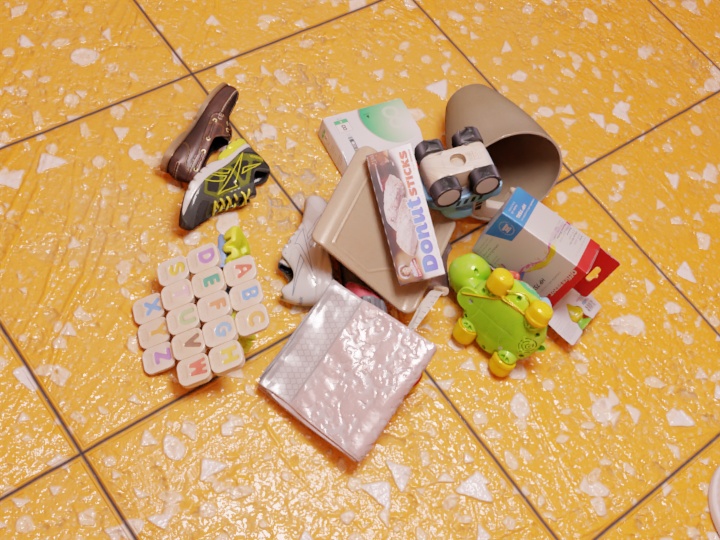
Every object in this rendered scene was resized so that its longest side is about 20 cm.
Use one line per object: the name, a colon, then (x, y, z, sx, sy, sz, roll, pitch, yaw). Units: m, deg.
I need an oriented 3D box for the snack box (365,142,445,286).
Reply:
snack box: (0.067, -0.083, 1.567, 0.071, 0.024, 0.203, -15, 86, 2)

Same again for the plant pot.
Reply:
plant pot: (0.217, -0.220, 1.784, 0.185, 0.189, 0.201, -4, 46, -19)

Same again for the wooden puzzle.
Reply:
wooden puzzle: (0.036, -0.061, 1.599, 0.199, 0.037, 0.186, 37, 62, -19)

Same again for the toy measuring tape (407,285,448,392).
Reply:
toy measuring tape: (0.080, 0.117, 1.559, 0.073, 0.074, 0.201, 34, 71, 8)

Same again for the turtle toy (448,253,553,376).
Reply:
turtle toy: (0.212, 0.054, 1.622, 0.200, 0.146, 0.101, 41, 34, 12)

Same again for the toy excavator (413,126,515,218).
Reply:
toy excavator: (0.175, -0.127, 1.657, 0.192, 0.201, 0.101, -16, 61, -11)

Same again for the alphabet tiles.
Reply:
alphabet tiles: (-0.229, 0.062, 1.495, 0.193, 0.015, 0.202, -21, 63, 6)

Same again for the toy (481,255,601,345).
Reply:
toy: (0.287, 0.028, 1.706, 0.200, 0.047, 0.115, 42, 50, 6)

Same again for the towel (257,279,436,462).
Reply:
towel: (-0.020, 0.139, 1.500, 0.190, 0.032, 0.201, 33, 77, 15)

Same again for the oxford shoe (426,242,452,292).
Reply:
oxford shoe: (0.106, -0.053, 1.704, 0.072, 0.071, 0.203, 15, 60, -27)

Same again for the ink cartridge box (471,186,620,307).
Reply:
ink cartridge box: (0.287, -0.022, 1.632, 0.199, 0.116, 0.067, 36, 54, 1)

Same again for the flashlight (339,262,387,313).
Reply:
flashlight: (0.000, 0.000, 1.633, 0.067, 0.068, 0.202, -18, 52, 17)

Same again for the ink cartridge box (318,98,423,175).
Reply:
ink cartridge box: (0.042, -0.189, 1.778, 0.159, 0.050, 0.201, -18, 62, -26)

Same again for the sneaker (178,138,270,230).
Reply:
sneaker: (-0.210, -0.128, 1.647, 0.084, 0.075, 0.201, 31, 55, 5)

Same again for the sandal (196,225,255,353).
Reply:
sandal: (-0.203, 0.037, 1.550, 0.086, 0.080, 0.202, -13, 62, 12)

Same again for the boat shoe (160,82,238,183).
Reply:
boat shoe: (-0.243, -0.218, 1.701, 0.070, 0.071, 0.201, 24, 62, 9)

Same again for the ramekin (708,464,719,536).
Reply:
ramekin: (0.629, 0.347, 1.565, 0.199, 0.095, 0.205, 7, 56, -11)

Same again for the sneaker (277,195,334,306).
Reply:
sneaker: (-0.084, -0.034, 1.626, 0.086, 0.075, 0.202, 4, 55, -7)
